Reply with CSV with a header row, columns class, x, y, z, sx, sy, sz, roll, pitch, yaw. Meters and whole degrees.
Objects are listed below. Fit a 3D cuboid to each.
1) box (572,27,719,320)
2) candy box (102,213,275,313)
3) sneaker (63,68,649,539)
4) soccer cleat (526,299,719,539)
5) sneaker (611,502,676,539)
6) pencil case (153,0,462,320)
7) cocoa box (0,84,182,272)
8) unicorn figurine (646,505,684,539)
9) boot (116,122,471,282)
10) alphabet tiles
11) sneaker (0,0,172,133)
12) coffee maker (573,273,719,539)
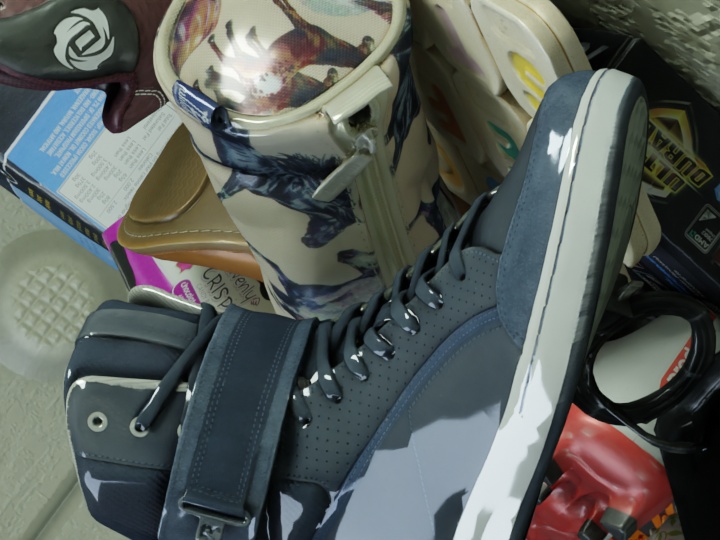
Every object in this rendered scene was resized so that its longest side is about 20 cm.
class,x,y,z,sx,sy,sz,roll,pitch,yaw
box,0.107,-0.013,0.958,0.200,0.050,0.198,40,173,-22
candy box,-0.019,0.062,1.178,0.200,0.061,0.137,52,-176,-38
sneaker,-0.006,0.016,0.775,0.146,0.203,0.077,22,-150,6
soccer cleat,0.079,0.058,0.957,0.069,0.085,0.200,39,165,-1
sneaker,0.128,0.114,1.086,0.199,0.112,0.078,-19,137,35
pencil case,-0.001,-0.015,0.861,0.200,0.078,0.090,68,178,-49
cocoa box,-0.116,-0.085,1.289,0.131,0.134,0.200,36,175,0
unicorn figurine,0.098,0.148,0.879,0.074,0.201,0.137,18,145,-21
boot,0.000,0.000,1.038,0.154,0.074,0.200,34,169,-23
alphabet tiles,0.018,-0.075,0.843,0.200,0.015,0.196,38,162,48
sneaker,-0.108,-0.127,0.835,0.200,0.115,0.076,53,168,-14
coffee maker,0.153,0.119,0.782,0.191,0.135,0.201,7,-138,-12
